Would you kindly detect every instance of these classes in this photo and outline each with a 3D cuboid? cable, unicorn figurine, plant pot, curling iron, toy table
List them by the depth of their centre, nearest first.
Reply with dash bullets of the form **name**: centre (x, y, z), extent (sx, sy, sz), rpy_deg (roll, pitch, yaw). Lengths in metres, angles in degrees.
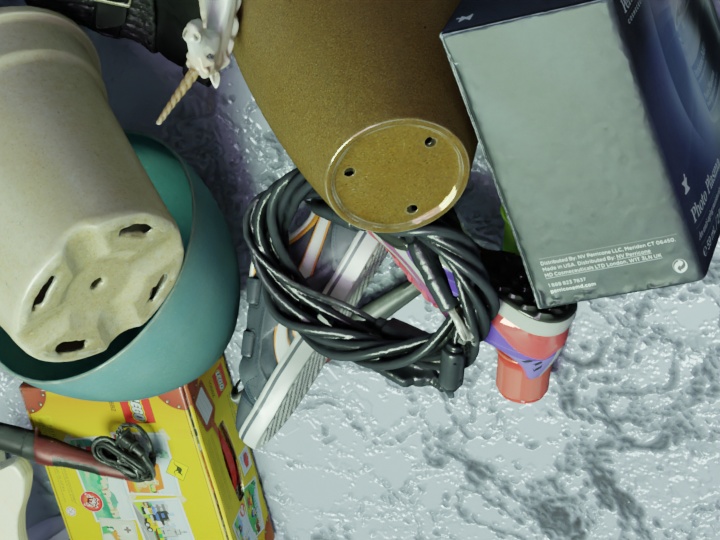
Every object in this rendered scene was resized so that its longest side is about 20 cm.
- **unicorn figurine**: centre (-0.103, -0.216, 1.421), extent (0.073, 0.201, 0.138), rpy_deg (-4, 143, -13)
- **plant pot**: centre (0.010, -0.125, 1.441), extent (0.184, 0.201, 0.187), rpy_deg (-6, 134, -7)
- **plant pot**: centre (-0.221, -0.045, 1.530), extent (0.184, 0.199, 0.201), rpy_deg (49, 132, 30)
- **cable**: centre (0.000, 0.000, 1.538), extent (0.199, 0.051, 0.164), rpy_deg (32, 141, 17)
- **plant pot**: centre (-0.166, 0.015, 1.656), extent (0.199, 0.202, 0.135), rpy_deg (-16, 148, 28)
- **curling iron**: centre (-0.026, 0.052, 1.701), extent (0.199, 0.050, 0.026), rpy_deg (-35, 106, 28)
- **curling iron**: centre (-0.248, 0.130, 1.736), extent (0.198, 0.026, 0.050), rpy_deg (10, 120, 18)
- **toy table**: centre (-0.314, 0.229, 1.816), extent (0.183, 0.200, 0.118), rpy_deg (-28, 106, 18)

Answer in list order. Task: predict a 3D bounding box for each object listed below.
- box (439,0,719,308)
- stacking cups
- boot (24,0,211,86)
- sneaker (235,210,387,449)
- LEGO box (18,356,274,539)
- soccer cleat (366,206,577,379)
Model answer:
- **box**: centre (0.159, -0.117, 1.428), extent (0.122, 0.200, 0.200), rpy_deg (-11, 117, 26)
- **stacking cups**: centre (0.129, 0.006, 1.609), extent (0.060, 0.061, 0.201), rpy_deg (10, 127, 14)
- **boot**: centre (-0.144, -0.236, 1.539), extent (0.157, 0.080, 0.212), rpy_deg (27, 126, 3)
- **sneaker**: centre (-0.052, 0.030, 1.648), extent (0.079, 0.078, 0.201), rpy_deg (31, 94, 10)
- **LEGO box**: centre (-0.169, 0.154, 1.791), extent (0.148, 0.077, 0.202), rpy_deg (-2, 119, 21)
- **soccer cleat**: centre (0.061, 0.002, 1.574), extent (0.199, 0.068, 0.074), rpy_deg (34, 134, 21)
